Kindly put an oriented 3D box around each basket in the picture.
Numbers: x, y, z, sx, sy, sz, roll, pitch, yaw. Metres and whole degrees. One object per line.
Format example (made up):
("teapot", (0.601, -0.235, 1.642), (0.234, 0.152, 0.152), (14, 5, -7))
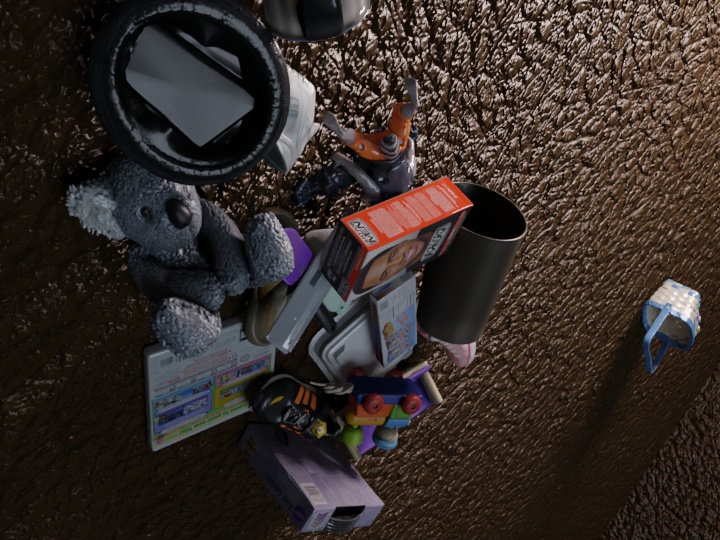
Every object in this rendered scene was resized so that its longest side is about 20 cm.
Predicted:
("basket", (0.762, 0.140, 1.923), (0.201, 0.138, 0.177), (-50, 145, -11))
("basket", (0.158, -0.002, 1.170), (0.132, 0.182, 0.204), (5, 120, -11))

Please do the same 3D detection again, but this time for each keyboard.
("keyboard", (-0.056, 0.013, 1.002), (0.202, 0.011, 0.056), (-58, 140, -12))

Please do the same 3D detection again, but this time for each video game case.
("video game case", (-0.208, 0.149, 1.087), (0.197, 0.022, 0.185), (-19, 135, -33))

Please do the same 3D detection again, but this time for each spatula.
("spatula", (-0.069, 0.023, 1.015), (0.057, 0.020, 0.202), (-53, 144, -23))

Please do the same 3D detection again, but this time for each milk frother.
("milk frother", (-0.099, -0.309, 0.711), (0.195, 0.183, 0.191), (1, 137, 10))

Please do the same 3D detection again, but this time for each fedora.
("fedora", (-0.166, -0.187, 0.750), (0.196, 0.092, 0.204), (-12, 127, -16))

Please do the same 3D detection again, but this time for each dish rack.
("dish rack", (0.014, 0.125, 1.263), (0.171, 0.043, 0.201), (-41, 143, -9))

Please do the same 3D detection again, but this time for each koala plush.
("koala plush", (-0.206, -0.047, 0.829), (0.177, 0.182, 0.202), (-43, 123, -18))

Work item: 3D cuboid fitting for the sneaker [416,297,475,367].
("sneaker", (0.140, 0.104, 1.338), (0.104, 0.075, 0.204), (-32, 133, -25))

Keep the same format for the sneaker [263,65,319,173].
("sneaker", (-0.094, -0.199, 0.852), (0.080, 0.070, 0.202), (-47, 157, -19))

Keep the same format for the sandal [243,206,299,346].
("sandal", (-0.111, 0.015, 1.020), (0.079, 0.054, 0.205), (-9, 118, -38))

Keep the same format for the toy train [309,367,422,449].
("toy train", (-0.007, 0.222, 1.207), (0.196, 0.085, 0.118), (6, 114, -29))

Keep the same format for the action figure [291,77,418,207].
("action figure", (0.009, -0.129, 0.972), (0.198, 0.105, 0.194), (-35, 152, -8))

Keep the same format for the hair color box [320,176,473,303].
("hair color box", (0.049, -0.043, 1.006), (0.198, 0.061, 0.102), (-25, 152, -36))

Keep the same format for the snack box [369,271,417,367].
("snack box", (0.052, 0.076, 1.177), (0.071, 0.024, 0.202), (-35, 150, -17))

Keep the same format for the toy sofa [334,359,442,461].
("toy sofa", (0.046, 0.238, 1.323), (0.198, 0.084, 0.097), (-29, -178, -26))

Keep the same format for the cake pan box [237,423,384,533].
("cake pan box", (-0.076, 0.327, 1.228), (0.183, 0.200, 0.053), (16, 111, -52))

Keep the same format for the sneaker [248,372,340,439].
("sneaker", (-0.090, 0.216, 1.179), (0.071, 0.089, 0.200), (-54, 154, 1))

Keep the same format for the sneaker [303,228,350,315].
("sneaker", (0.000, 0.000, 1.108), (0.196, 0.074, 0.121), (-5, 121, -29))
